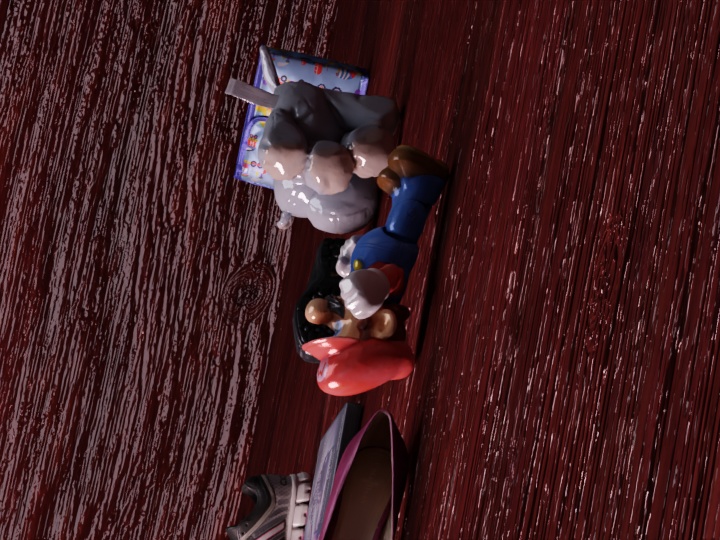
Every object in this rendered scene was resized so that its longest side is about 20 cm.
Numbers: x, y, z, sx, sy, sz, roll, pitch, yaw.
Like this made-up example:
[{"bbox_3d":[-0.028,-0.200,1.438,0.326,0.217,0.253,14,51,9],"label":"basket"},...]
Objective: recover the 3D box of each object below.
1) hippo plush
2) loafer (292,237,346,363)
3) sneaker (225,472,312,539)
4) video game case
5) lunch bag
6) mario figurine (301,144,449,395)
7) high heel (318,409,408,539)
[{"bbox_3d":[-0.057,-0.105,2.018,0.159,0.199,0.161,-53,-22,-43],"label":"hippo plush"},{"bbox_3d":[-0.033,0.041,2.020,0.201,0.068,0.071,-77,-6,-57],"label":"loafer"},{"bbox_3d":[-0.112,0.317,2.117,0.074,0.087,0.201,119,162,-72],"label":"sneaker"},{"bbox_3d":[-0.032,0.218,1.860,0.200,0.019,0.144,121,160,-72],"label":"video game case"},{"bbox_3d":[-0.083,-0.190,2.595,0.094,0.149,0.201,-101,23,-77],"label":"lunch bag"},{"bbox_3d":[0.000,0.000,1.482,0.123,0.105,0.201,46,-124,-54],"label":"mario figurine"},{"bbox_3d":[-0.003,0.194,1.338,0.200,0.067,0.096,-65,-17,-48],"label":"high heel"}]
